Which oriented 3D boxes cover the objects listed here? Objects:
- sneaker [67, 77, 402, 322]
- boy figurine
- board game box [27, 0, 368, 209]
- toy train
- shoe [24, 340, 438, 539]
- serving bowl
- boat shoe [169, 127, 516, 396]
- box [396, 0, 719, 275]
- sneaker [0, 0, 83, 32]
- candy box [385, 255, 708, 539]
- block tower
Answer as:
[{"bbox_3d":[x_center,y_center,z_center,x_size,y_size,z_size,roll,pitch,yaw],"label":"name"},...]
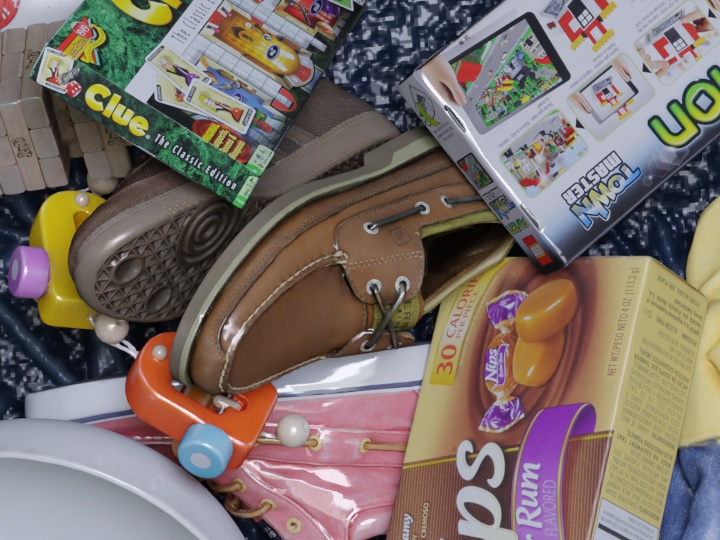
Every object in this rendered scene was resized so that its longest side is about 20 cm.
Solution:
[{"bbox_3d":[-0.069,-0.037,1.104,0.075,0.200,0.071,38,127,24],"label":"sneaker"},{"bbox_3d":[0.168,0.061,1.151,0.064,0.124,0.201,17,67,-8],"label":"boy figurine"},{"bbox_3d":[-0.065,-0.103,1.095,0.104,0.200,0.024,29,121,-2],"label":"board game box"},{"bbox_3d":[-0.082,0.008,1.134,0.150,0.201,0.056,26,135,-7],"label":"toy train"},{"bbox_3d":[-0.055,0.088,1.169,0.199,0.071,0.092,-6,91,-3],"label":"shoe"},{"bbox_3d":[-0.133,0.142,1.153,0.199,0.066,0.201,7,126,10],"label":"serving bowl"},{"bbox_3d":[0.000,0.000,1.084,0.068,0.200,0.072,32,136,20],"label":"boat shoe"},{"bbox_3d":[0.126,-0.102,1.120,0.200,0.035,0.110,-39,93,-15],"label":"box"},{"bbox_3d":[-0.212,-0.126,1.133,0.200,0.108,0.068,2,95,0],"label":"sneaker"},{"bbox_3d":[0.077,0.096,1.118,0.116,0.056,0.201,0,68,41],"label":"candy box"},{"bbox_3d":[-0.193,-0.065,1.108,0.199,0.058,0.054,-8,133,5],"label":"block tower"}]
